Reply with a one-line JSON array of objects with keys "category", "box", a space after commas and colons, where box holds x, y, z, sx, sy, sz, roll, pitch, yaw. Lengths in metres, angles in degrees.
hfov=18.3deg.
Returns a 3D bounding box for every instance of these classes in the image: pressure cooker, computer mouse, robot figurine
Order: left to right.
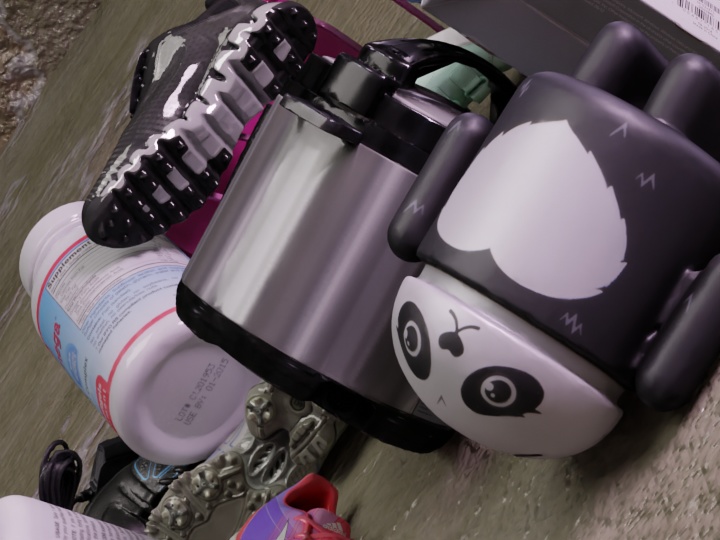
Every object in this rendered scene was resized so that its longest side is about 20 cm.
[{"category": "computer mouse", "box": [-0.155, 0.174, 1.515, 0.200, 0.046, 0.141, -13, -69, -66]}, {"category": "pressure cooker", "box": [0.017, -0.024, 1.191, 0.200, 0.178, 0.176, -61, 5, 5]}, {"category": "robot figurine", "box": [0.097, -0.012, 1.025, 0.200, 0.125, 0.150, -58, 16, -2]}]

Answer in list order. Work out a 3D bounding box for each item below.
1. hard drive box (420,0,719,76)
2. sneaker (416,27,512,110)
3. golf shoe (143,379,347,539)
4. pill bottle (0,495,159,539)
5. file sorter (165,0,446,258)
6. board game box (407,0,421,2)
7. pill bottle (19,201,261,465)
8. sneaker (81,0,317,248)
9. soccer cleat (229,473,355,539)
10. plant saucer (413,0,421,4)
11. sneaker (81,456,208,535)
[{"category": "hard drive box", "box": [0.126, -0.178, 1.193, 0.077, 0.156, 0.200, -47, 19, 37]}, {"category": "sneaker", "box": [0.058, -0.087, 1.405, 0.200, 0.119, 0.074, -22, -3, 14]}, {"category": "golf shoe", "box": [-0.056, 0.121, 1.375, 0.200, 0.078, 0.097, -52, -7, 20]}, {"category": "pill bottle", "box": [-0.173, 0.195, 1.282, 0.113, 0.200, 0.114, -48, 30, 39]}, {"category": "file sorter", "box": [-0.030, -0.088, 1.516, 0.125, 0.139, 0.200, -20, 41, 63]}, {"category": "board game box", "box": [0.055, -0.203, 1.342, 0.199, 0.158, 0.039, 0, 54, 28]}, {"category": "pill bottle", "box": [-0.146, 0.033, 1.443, 0.109, 0.109, 0.200, -56, 39, 6]}, {"category": "sneaker", "box": [-0.117, -0.100, 1.427, 0.090, 0.066, 0.200, 28, 74, 41]}, {"category": "soccer cleat", "box": [-0.030, 0.166, 1.191, 0.073, 0.068, 0.200, -52, 14, 5]}, {"category": "plant saucer", "box": [0.069, -0.230, 1.368, 0.200, 0.200, 0.036, -34, 30, 54]}, {"category": "sneaker", "box": [-0.118, 0.137, 1.439, 0.082, 0.073, 0.200, -40, 16, 51]}]
